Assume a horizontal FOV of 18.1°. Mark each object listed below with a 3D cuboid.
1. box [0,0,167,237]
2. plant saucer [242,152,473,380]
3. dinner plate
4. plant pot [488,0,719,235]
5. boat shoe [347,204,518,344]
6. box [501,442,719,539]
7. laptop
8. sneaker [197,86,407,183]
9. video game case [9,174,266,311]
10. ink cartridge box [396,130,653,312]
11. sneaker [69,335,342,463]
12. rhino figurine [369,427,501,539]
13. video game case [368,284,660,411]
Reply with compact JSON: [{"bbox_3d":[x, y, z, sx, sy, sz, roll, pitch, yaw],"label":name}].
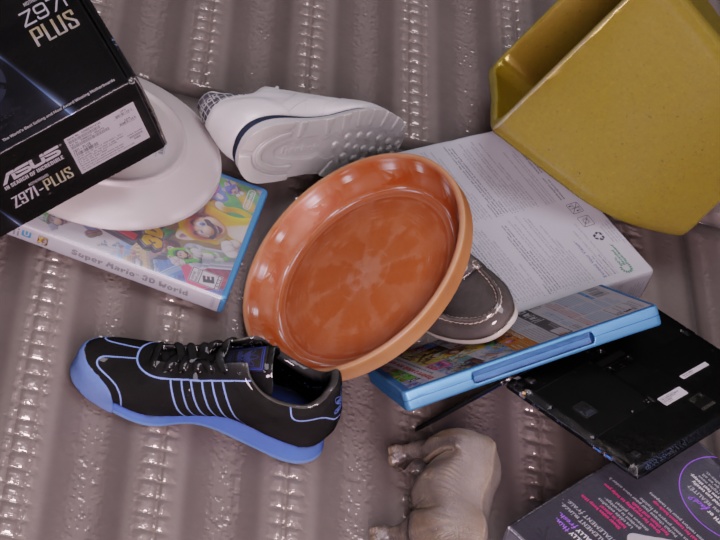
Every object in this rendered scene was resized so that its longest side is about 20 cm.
[{"bbox_3d":[-0.274,-0.124,1.723,0.199,0.086,0.164,-29,54,-5],"label":"box"},{"bbox_3d":[0.000,0.000,1.728,0.032,0.200,0.201,45,21,-42],"label":"plant saucer"},{"bbox_3d":[-0.206,-0.107,1.804,0.199,0.024,0.201,13,42,-12],"label":"dinner plate"},{"bbox_3d":[0.248,-0.148,1.951,0.200,0.194,0.196,43,16,-11],"label":"plant pot"},{"bbox_3d":[0.047,-0.002,1.747,0.067,0.057,0.200,-43,36,-7],"label":"boat shoe"},{"bbox_3d":[0.191,0.215,1.610,0.200,0.106,0.122,-24,57,-42],"label":"box"},{"bbox_3d":[0.175,0.104,1.704,0.200,0.104,0.177,35,41,30],"label":"laptop"},{"bbox_3d":[-0.044,-0.122,1.892,0.199,0.077,0.080,1,31,-46],"label":"sneaker"},{"bbox_3d":[-0.185,-0.051,1.794,0.199,0.018,0.143,20,41,-2],"label":"video game case"},{"bbox_3d":[0.112,-0.032,1.901,0.199,0.043,0.197,-15,52,-32],"label":"ink cartridge box"},{"bbox_3d":[-0.109,0.076,1.652,0.199,0.078,0.070,16,40,-8],"label":"sneaker"},{"bbox_3d":[0.054,0.187,1.585,0.060,0.087,0.200,49,32,-28],"label":"rhino figurine"},{"bbox_3d":[0.112,0.056,1.699,0.199,0.018,0.143,-18,9,-8],"label":"video game case"}]
